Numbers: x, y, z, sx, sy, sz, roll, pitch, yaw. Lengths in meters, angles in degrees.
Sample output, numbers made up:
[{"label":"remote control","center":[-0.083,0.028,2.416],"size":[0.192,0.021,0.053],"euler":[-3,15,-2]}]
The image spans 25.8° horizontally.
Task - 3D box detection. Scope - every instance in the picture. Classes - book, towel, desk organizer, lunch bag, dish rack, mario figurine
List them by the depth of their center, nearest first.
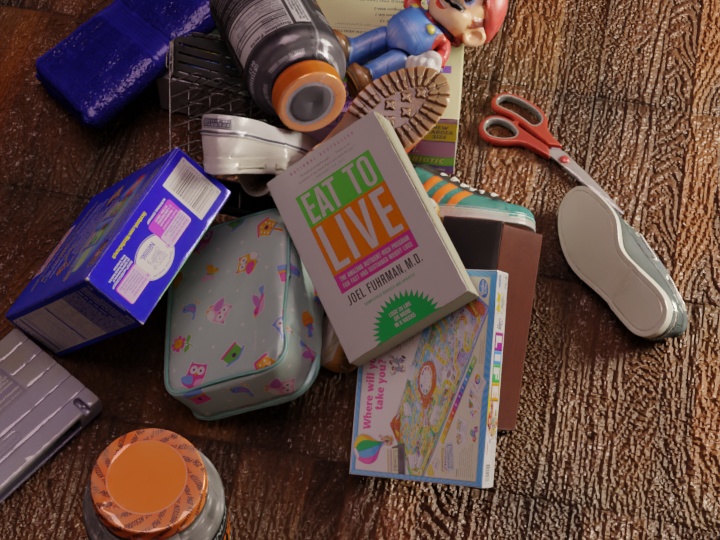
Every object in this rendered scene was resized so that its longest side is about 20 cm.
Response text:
[{"label":"book","center":[0.008,-0.029,1.476],"size":[0.133,0.048,0.201],"euler":[-32,70,13]},{"label":"desk organizer","center":[0.117,0.053,1.527],"size":[0.072,0.077,0.201],"euler":[7,87,39]},{"label":"lunch bag","center":[-0.117,0.042,1.539],"size":[0.160,0.077,0.201],"euler":[-19,50,25]},{"label":"mario figurine","center":[0.062,-0.263,1.628],"size":[0.199,0.106,0.124],"euler":[-29,95,-9]},{"label":"dish rack","center":[-0.134,-0.150,1.637],"size":[0.153,0.054,0.201],"euler":[11,71,-42]},{"label":"towel","center":[-0.258,-0.253,1.728],"size":[0.200,0.050,0.148],"euler":[-44,44,-9]}]

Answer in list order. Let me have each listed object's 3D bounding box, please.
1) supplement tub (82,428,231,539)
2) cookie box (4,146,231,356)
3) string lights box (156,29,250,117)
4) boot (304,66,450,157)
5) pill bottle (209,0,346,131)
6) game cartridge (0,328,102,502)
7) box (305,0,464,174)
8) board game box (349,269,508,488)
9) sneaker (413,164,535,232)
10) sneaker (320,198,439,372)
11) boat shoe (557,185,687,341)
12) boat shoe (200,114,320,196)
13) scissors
[{"label":"supplement tub","center":[-0.175,0.226,1.369],"size":[0.122,0.200,0.123],"euler":[0,57,0]},{"label":"cookie box","center":[-0.238,-0.014,1.529],"size":[0.075,0.200,0.171],"euler":[42,59,-19]},{"label":"string lights box","center":[-0.149,-0.265,1.775],"size":[0.102,0.059,0.201],"euler":[12,58,9]},{"label":"boot","center":[0.009,-0.125,1.590],"size":[0.200,0.107,0.075],"euler":[-41,80,-3]},{"label":"pill bottle","center":[-0.079,-0.226,1.590],"size":[0.106,0.107,0.200],"euler":[-16,47,-11]},{"label":"game cartridge","center":[-0.364,0.158,1.515],"size":[0.129,0.038,0.200],"euler":[35,63,25]},{"label":"box","center":[0.024,-0.217,1.722],"size":[0.175,0.097,0.201],"euler":[4,56,2]},{"label":"board game box","center":[0.064,0.097,1.475],"size":[0.134,0.034,0.201],"euler":[3,86,23]},{"label":"sneaker","center":[0.086,-0.073,1.642],"size":[0.199,0.071,0.080],"euler":[6,61,6]},{"label":"sneaker","center":[0.000,0.000,1.570],"size":[0.087,0.076,0.200],"euler":[30,80,27]},{"label":"boat shoe","center":[0.270,-0.005,1.617],"size":[0.062,0.073,0.200],"euler":[15,35,-44]},{"label":"boat shoe","center":[-0.099,-0.107,1.550],"size":[0.071,0.200,0.070],"euler":[6,90,20]},{"label":"scissors","center":[0.218,-0.131,1.714],"size":[0.200,0.014,0.073],"euler":[31,60,20]}]
